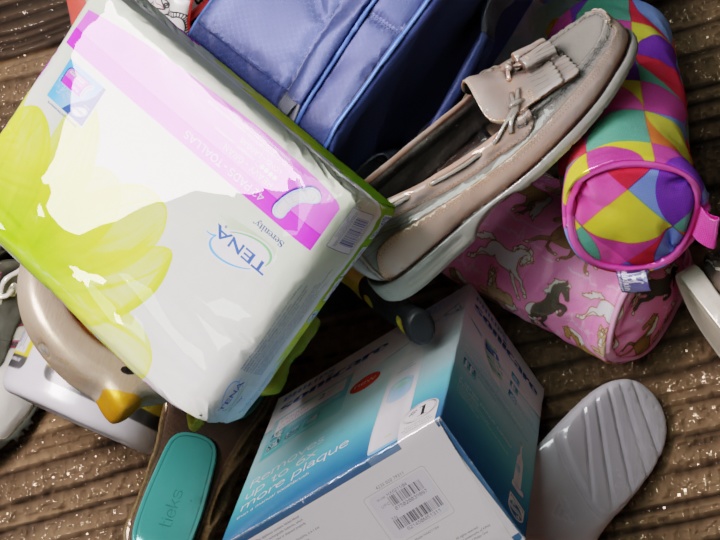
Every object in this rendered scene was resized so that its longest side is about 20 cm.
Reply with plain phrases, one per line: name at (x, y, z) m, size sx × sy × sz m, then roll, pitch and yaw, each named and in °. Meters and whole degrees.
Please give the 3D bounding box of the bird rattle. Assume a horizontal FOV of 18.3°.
bird rattle at (-0.123, 0.001, 1.291) m, size 0.201 × 0.163 × 0.113 m, roll 57°, pitch 141°, yaw 1°

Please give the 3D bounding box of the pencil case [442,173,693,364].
pencil case at (0.102, -0.019, 1.331) m, size 0.199 × 0.083 × 0.087 m, roll 32°, pitch 116°, yaw 32°

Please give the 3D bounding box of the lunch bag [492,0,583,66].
lunch bag at (0.081, -0.207, 1.387) m, size 0.200 × 0.122 × 0.171 m, roll -37°, pitch 58°, yaw 18°

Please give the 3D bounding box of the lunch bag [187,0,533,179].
lunch bag at (0.007, -0.135, 1.264) m, size 0.132 × 0.136 × 0.201 m, roll 36°, pitch 96°, yaw 23°

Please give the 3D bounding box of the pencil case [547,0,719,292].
pencil case at (0.150, -0.077, 1.269) m, size 0.088 × 0.089 × 0.201 m, roll -25°, pitch 33°, yaw 17°

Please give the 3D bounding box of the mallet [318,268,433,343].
mallet at (0.000, 0.000, 1.314) m, size 0.041 × 0.200 × 0.066 m, roll -21°, pitch 101°, yaw -13°

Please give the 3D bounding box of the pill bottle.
pill bottle at (-0.139, 0.006, 1.427) m, size 0.111 × 0.111 × 0.201 m, roll 19°, pitch 82°, yaw 31°

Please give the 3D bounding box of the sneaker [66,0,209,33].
sneaker at (-0.156, -0.222, 1.490) m, size 0.107 × 0.203 × 0.067 m, roll -4°, pitch 27°, yaw 27°

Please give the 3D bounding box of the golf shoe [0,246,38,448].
golf shoe at (-0.238, 0.029, 1.486) m, size 0.077 × 0.088 × 0.201 m, roll 22°, pitch 84°, yaw 30°

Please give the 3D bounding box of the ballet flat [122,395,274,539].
ballet flat at (-0.091, 0.104, 1.385) m, size 0.067 × 0.072 × 0.201 m, roll 15°, pitch 68°, yaw 8°

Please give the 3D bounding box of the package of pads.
package of pads at (-0.104, -0.033, 1.199) m, size 0.200 × 0.068 × 0.155 m, roll 40°, pitch 102°, yaw 18°

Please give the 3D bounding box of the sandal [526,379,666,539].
sandal at (0.095, 0.146, 1.285) m, size 0.207 × 0.059 × 0.079 m, roll -43°, pitch 100°, yaw -16°

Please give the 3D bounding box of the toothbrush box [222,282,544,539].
toothbrush box at (0.018, 0.108, 1.255) m, size 0.146 × 0.200 × 0.086 m, roll -31°, pitch 102°, yaw 18°

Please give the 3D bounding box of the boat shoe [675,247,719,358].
boat shoe at (0.252, 0.066, 1.228) m, size 0.059 × 0.072 × 0.201 m, roll -33°, pitch 65°, yaw -4°

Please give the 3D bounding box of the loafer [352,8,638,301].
loafer at (0.065, -0.072, 1.213) m, size 0.200 × 0.063 × 0.072 m, roll -46°, pitch 24°, yaw 2°
